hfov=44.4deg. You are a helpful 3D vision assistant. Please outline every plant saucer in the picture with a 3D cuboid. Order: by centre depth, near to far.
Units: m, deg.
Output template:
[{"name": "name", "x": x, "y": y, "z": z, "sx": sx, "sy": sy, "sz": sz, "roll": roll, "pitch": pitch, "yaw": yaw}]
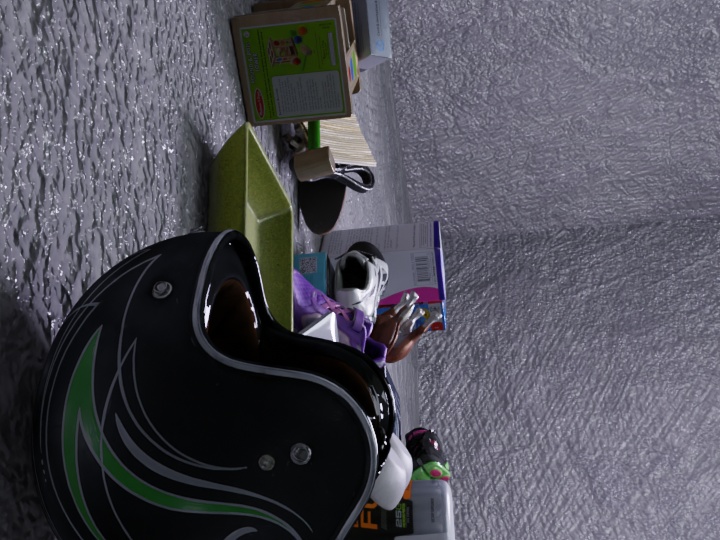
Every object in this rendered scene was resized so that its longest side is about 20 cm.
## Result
[{"name": "plant saucer", "x": -0.112, "y": -0.015, "z": 0.892, "sx": 0.200, "sy": 0.048, "sz": 0.201, "roll": 67, "pitch": 20, "yaw": -68}]

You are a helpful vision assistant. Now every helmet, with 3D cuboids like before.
[{"name": "helmet", "x": -0.085, "y": 0.085, "z": 0.492, "sx": 0.201, "sy": 0.190, "sz": 0.200, "roll": -58, "pitch": 175, "yaw": -8}]

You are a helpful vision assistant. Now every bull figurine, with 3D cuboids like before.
[{"name": "bull figurine", "x": 0.043, "y": 0.088, "z": 1.270, "sx": 0.065, "sy": 0.121, "sz": 0.200, "roll": 45, "pitch": -6, "yaw": -10}]

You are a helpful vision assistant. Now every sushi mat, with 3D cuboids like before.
[{"name": "sushi mat", "x": -0.034, "y": -0.192, "z": 1.247, "sx": 0.096, "sy": 0.012, "sz": 0.200, "roll": 66, "pitch": 22, "yaw": 6}]

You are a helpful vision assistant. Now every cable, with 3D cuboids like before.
[{"name": "cable", "x": -0.037, "y": -0.152, "z": 1.249, "sx": 0.200, "sy": 0.050, "sz": 0.098, "roll": 26, "pitch": 45, "yaw": -40}]

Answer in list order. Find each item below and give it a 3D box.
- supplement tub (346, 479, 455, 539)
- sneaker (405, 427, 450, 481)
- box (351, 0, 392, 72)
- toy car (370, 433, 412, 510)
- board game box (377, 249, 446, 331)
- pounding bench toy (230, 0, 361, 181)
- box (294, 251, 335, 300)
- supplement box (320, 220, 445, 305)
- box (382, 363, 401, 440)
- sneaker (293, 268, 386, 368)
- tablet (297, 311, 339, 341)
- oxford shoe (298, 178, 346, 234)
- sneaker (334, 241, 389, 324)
[{"name": "supplement tub", "x": 0.014, "y": 0.319, "z": 1.067, "sx": 0.123, "sy": 0.199, "sz": 0.123, "roll": -5, "pitch": 90, "yaw": -84}, {"name": "sneaker", "x": 0.087, "y": 0.276, "z": 1.294, "sx": 0.200, "sy": 0.076, "sz": 0.084, "roll": 64, "pitch": 6, "yaw": -82}, {"name": "box", "x": -0.039, "y": -0.335, "z": 1.201, "sx": 0.200, "sy": 0.041, "sz": 0.157, "roll": -11, "pitch": -99, "yaw": 53}, {"name": "toy car", "x": -0.048, "y": 0.220, "z": 0.941, "sx": 0.150, "sy": 0.175, "sz": 0.200, "roll": 49, "pitch": 3, "yaw": 9}, {"name": "board game box", "x": 0.052, "y": 0.039, "z": 1.563, "sx": 0.200, "sy": 0.195, "sz": 0.056, "roll": -82, "pitch": 165, "yaw": -62}, {"name": "pounding bench toy", "x": -0.066, "y": -0.225, "z": 1.082, "sx": 0.156, "sy": 0.123, "sz": 0.201, "roll": -78, "pitch": 162, "yaw": -67}, {"name": "box", "x": -0.055, "y": 0.052, "z": 1.288, "sx": 0.200, "sy": 0.049, "sz": 0.083, "roll": 70, "pitch": 17, "yaw": -64}, {"name": "supplement box", "x": 0.038, "y": -0.009, "z": 1.472, "sx": 0.104, "sy": 0.199, "sz": 0.102, "roll": -84, "pitch": 168, "yaw": -60}, {"name": "box", "x": -0.008, "y": 0.255, "z": 1.261, "sx": 0.200, "sy": 0.123, "sz": 0.198, "roll": 69, "pitch": 20, "yaw": -67}, {"name": "sneaker", "x": -0.033, "y": 0.068, "z": 1.130, "sx": 0.200, "sy": 0.088, "sz": 0.081, "roll": 54, "pitch": 26, "yaw": -25}, {"name": "tablet", "x": -0.059, "y": 0.164, "z": 1.079, "sx": 0.130, "sy": 0.014, "sz": 0.201, "roll": -34, "pitch": 125, "yaw": -43}, {"name": "oxford shoe", "x": -0.055, "y": -0.132, "z": 1.341, "sx": 0.071, "sy": 0.071, "sz": 0.201, "roll": 83, "pitch": 5, "yaw": -59}, {"name": "sneaker", "x": 0.000, "y": 0.000, "z": 1.261, "sx": 0.200, "sy": 0.074, "sz": 0.089, "roll": -84, "pitch": 170, "yaw": -56}]
